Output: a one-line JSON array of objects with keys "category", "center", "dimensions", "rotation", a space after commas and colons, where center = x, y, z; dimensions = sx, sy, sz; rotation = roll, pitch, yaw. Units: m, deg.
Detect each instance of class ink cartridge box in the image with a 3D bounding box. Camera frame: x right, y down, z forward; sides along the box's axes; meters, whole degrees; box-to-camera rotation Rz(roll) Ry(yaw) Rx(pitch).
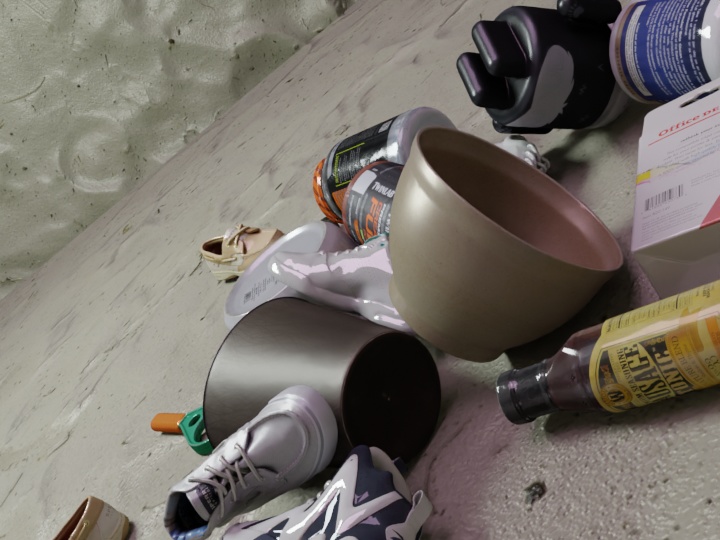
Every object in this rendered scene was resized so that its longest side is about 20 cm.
[{"category": "ink cartridge box", "center": [0.285, -0.074, 0.691], "dimensions": [0.115, 0.068, 0.202], "rotation": [-23, 29, 36]}]

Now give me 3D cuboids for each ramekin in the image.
[{"category": "ramekin", "center": [-0.070, 0.034, 1.026], "dimensions": [0.198, 0.105, 0.201], "rotation": [-34, 23, 17]}]

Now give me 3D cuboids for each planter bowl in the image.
[{"category": "planter bowl", "center": [0.102, -0.010, 0.743], "dimensions": [0.136, 0.197, 0.201], "rotation": [-59, 13, 25]}]

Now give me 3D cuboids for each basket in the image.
[{"category": "basket", "center": [-0.031, 0.107, 0.797], "dimensions": [0.198, 0.136, 0.182], "rotation": [-2, 47, 52]}]

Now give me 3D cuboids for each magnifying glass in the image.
[{"category": "magnifying glass", "center": [-0.206, 0.188, 1.077], "dimensions": [0.198, 0.022, 0.080], "rotation": [-13, 35, 51]}]

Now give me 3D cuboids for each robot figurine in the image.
[{"category": "robot figurine", "center": [0.204, -0.217, 0.934], "dimensions": [0.196, 0.128, 0.150], "rotation": [-2, 2, -23]}]

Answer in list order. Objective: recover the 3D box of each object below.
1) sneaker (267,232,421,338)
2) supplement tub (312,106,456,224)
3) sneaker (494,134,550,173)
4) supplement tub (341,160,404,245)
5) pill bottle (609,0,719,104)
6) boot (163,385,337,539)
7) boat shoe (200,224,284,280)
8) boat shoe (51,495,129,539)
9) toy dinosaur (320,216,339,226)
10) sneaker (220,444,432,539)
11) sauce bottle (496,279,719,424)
[{"category": "sneaker", "center": [0.000, 0.000, 0.877], "dimensions": [0.197, 0.075, 0.090], "rotation": [18, 90, 25]}, {"category": "supplement tub", "center": [0.032, -0.128, 1.136], "dimensions": [0.198, 0.123, 0.123], "rotation": [-13, 34, 49]}, {"category": "sneaker", "center": [0.167, -0.104, 0.934], "dimensions": [0.070, 0.073, 0.201], "rotation": [-38, 21, 16]}, {"category": "supplement tub", "center": [0.065, -0.050, 0.939], "dimensions": [0.107, 0.107, 0.199], "rotation": [-44, 31, -10]}, {"category": "pill bottle", "center": [0.335, -0.214, 0.811], "dimensions": [0.111, 0.111, 0.199], "rotation": [-44, 22, -10]}, {"category": "boot", "center": [-0.096, 0.172, 0.717], "dimensions": [0.095, 0.074, 0.200], "rotation": [-29, -15, -44]}, {"category": "boat shoe", "center": [-0.192, -0.036, 1.386], "dimensions": [0.198, 0.069, 0.074], "rotation": [-16, 32, 46]}, {"category": "boat shoe", "center": [-0.354, 0.335, 0.979], "dimensions": [0.200, 0.069, 0.074], "rotation": [-45, 22, -10]}, {"category": "toy dinosaur", "center": [-0.052, -0.032, 1.205], "dimensions": [0.087, 0.048, 0.200], "rotation": [-36, 25, -5]}, {"category": "sneaker", "center": [-0.020, 0.197, 0.681], "dimensions": [0.130, 0.080, 0.198], "rotation": [-45, 14, -31]}, {"category": "sauce bottle", "center": [0.187, 0.064, 0.604], "dimensions": [0.198, 0.066, 0.067], "rotation": [-28, 24, 36]}]
